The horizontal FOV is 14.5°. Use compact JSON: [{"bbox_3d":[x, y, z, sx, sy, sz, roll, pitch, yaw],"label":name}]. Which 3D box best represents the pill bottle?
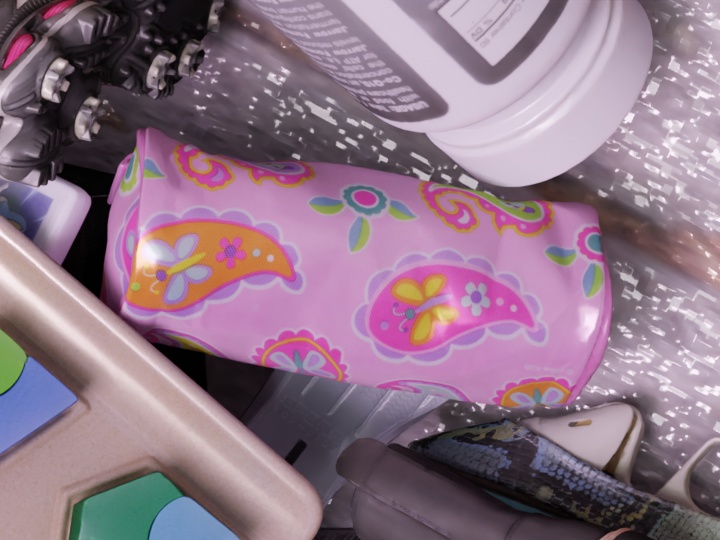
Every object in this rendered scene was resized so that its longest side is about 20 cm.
[{"bbox_3d":[0.016,-0.124,1.059,0.114,0.114,0.200,-29,133,23],"label":"pill bottle"}]

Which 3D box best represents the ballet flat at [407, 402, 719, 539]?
[{"bbox_3d":[0.119,0.092,1.158,0.200,0.074,0.074,24,110,11],"label":"ballet flat"}]

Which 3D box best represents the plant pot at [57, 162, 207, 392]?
[{"bbox_3d":[-0.172,0.038,1.179,0.199,0.200,0.178,13,97,16],"label":"plant pot"}]

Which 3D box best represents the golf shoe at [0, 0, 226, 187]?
[{"bbox_3d":[-0.115,-0.104,1.109,0.088,0.200,0.077,21,118,17],"label":"golf shoe"}]

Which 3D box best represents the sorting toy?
[{"bbox_3d":[-0.134,0.104,1.024,0.185,0.036,0.200,41,71,-8],"label":"sorting toy"}]

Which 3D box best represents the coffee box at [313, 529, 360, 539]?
[{"bbox_3d":[-0.026,0.190,1.153,0.080,0.200,0.113,-2,103,20],"label":"coffee box"}]

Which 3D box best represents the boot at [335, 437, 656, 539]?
[{"bbox_3d":[0.070,0.142,1.149,0.138,0.078,0.200,24,149,27],"label":"boot"}]

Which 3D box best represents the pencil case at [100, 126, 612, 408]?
[{"bbox_3d":[0.000,0.000,1.099,0.199,0.087,0.088,8,108,-11],"label":"pencil case"}]

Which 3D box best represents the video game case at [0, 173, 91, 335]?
[{"bbox_3d":[-0.224,0.021,1.094,0.182,0.023,0.200,27,89,17],"label":"video game case"}]

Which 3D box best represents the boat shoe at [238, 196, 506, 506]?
[{"bbox_3d":[-0.006,0.043,1.180,0.072,0.062,0.200,43,96,-13],"label":"boat shoe"}]
